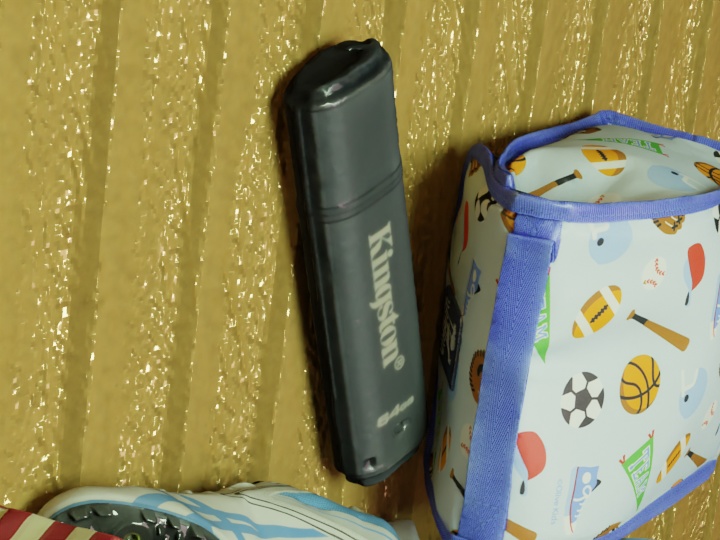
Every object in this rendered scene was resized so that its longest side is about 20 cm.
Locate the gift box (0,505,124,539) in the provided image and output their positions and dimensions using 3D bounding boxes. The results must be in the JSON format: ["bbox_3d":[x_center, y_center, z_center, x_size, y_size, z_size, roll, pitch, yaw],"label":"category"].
[{"bbox_3d":[-0.131,0.177,0.632,0.187,0.184,0.201,-51,140,-47],"label":"gift box"}]

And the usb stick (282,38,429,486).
[{"bbox_3d":[0.000,0.000,0.889,0.055,0.032,0.201,-43,138,-42],"label":"usb stick"}]

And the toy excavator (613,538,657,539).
[{"bbox_3d":[0.119,0.189,1.037,0.200,0.099,0.195,-66,178,-62],"label":"toy excavator"}]

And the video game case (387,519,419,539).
[{"bbox_3d":[0.047,0.244,0.984,0.182,0.023,0.201,-100,176,-48],"label":"video game case"}]

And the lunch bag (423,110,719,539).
[{"bbox_3d":[0.098,0.026,0.976,0.200,0.123,0.171,-25,127,-60],"label":"lunch bag"}]

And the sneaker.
[{"bbox_3d":[-0.056,0.112,0.836,0.200,0.073,0.072,19,116,-47],"label":"sneaker"}]
